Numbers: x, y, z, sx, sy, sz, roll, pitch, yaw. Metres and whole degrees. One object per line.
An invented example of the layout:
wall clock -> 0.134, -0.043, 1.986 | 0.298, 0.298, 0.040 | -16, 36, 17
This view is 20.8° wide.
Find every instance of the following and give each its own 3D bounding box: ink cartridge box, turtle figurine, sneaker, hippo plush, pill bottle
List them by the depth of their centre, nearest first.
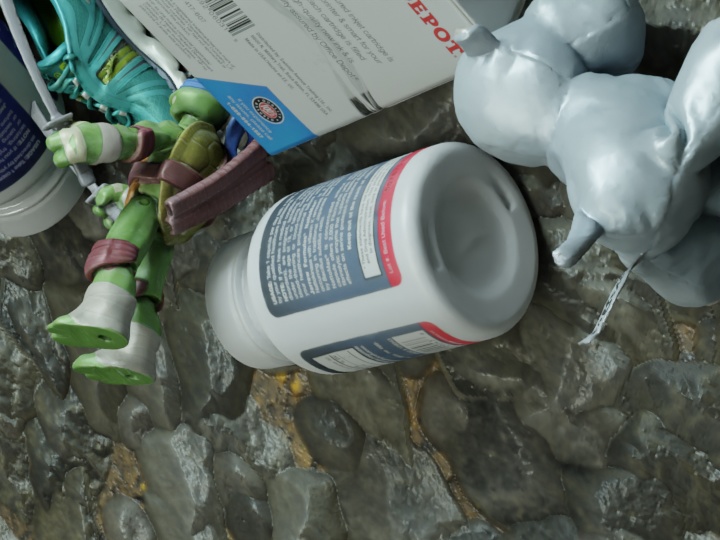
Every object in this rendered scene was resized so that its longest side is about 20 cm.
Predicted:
hippo plush -> 0.129, -0.067, 1.051 | 0.161, 0.200, 0.160 | 35, 163, 34
ink cartridge box -> -0.020, -0.168, 1.144 | 0.199, 0.085, 0.146 | -19, 125, 42
pill bottle -> 0.000, 0.000, 1.219 | 0.199, 0.119, 0.120 | -15, 101, 43
turtle figurine -> -0.167, -0.039, 1.229 | 0.199, 0.195, 0.144 | 19, 156, -19
sneaker -> -0.180, -0.133, 1.330 | 0.200, 0.080, 0.077 | 54, 134, 4
pill bottle -> -0.271, -0.111, 1.338 | 0.119, 0.120, 0.200 | 17, 158, 33
